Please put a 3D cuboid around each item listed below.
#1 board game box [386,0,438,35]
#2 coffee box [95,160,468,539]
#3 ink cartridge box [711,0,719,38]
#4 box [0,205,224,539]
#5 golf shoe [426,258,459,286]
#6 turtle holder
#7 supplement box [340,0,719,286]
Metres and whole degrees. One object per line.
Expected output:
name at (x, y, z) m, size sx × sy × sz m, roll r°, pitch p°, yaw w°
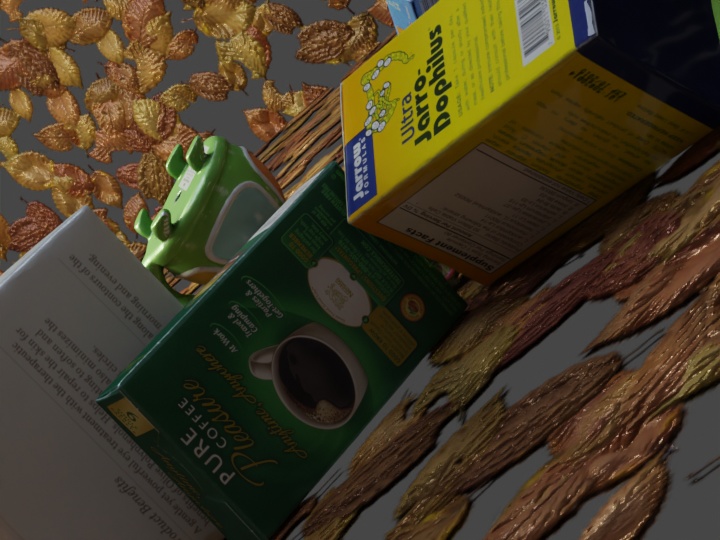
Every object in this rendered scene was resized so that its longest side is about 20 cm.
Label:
board game box at (0.099, -0.194, 1.533) m, size 0.151 × 0.037 × 0.200 m, roll -45°, pitch -36°, yaw -18°
coffee box at (-0.042, 0.046, 1.118) m, size 0.200 × 0.123 × 0.044 m, roll -49°, pitch 12°, yaw -29°
ink cartridge box at (0.186, -0.176, 1.208) m, size 0.200 × 0.076 × 0.148 m, roll -36°, pitch 26°, yaw 37°
box at (-0.176, 0.101, 1.201) m, size 0.171 × 0.199 × 0.200 m, roll -46°, pitch 7°, yaw -21°
golf shoe at (0.000, 0.000, 1.259) m, size 0.200 × 0.092 × 0.073 m, roll -43°, pitch 10°, yaw 11°
turtle holder at (-0.150, -0.039, 2.000) m, size 0.141 × 0.132 × 0.186 m, roll -36°, pitch 30°, yaw 57°
supplement box at (0.093, -0.097, 1.111) m, size 0.200 × 0.109 × 0.110 m, roll -36°, pitch 43°, yaw 37°
